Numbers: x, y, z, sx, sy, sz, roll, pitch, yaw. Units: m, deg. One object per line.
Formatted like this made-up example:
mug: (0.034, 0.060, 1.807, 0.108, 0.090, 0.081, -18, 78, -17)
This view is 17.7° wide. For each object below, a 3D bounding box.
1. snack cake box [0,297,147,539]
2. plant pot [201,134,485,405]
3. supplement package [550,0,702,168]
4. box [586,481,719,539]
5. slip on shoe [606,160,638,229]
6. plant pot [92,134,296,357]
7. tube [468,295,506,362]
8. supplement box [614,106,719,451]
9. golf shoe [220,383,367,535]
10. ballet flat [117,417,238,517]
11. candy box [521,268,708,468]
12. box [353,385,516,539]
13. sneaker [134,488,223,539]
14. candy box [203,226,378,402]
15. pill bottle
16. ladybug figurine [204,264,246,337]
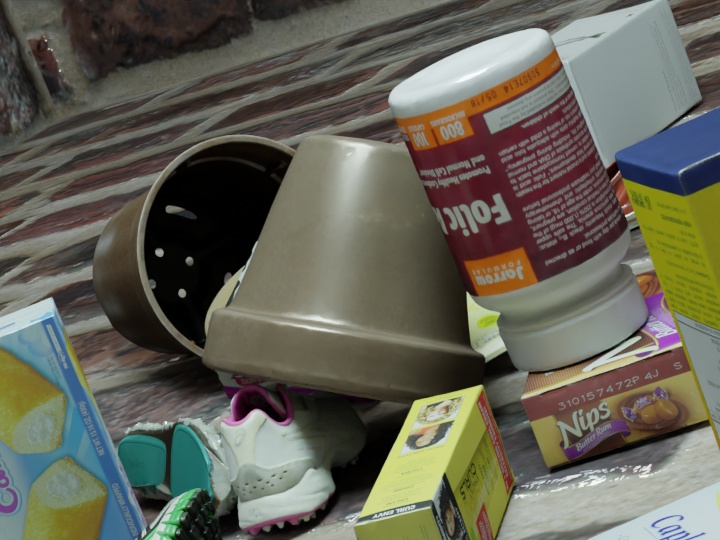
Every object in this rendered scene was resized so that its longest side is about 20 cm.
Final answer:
snack cake box: (-0.219, 0.133, 1.536, 0.115, 0.200, 0.067, -23, 13, -5)
plant pot: (0.000, 0.000, 1.627, 0.200, 0.175, 0.200, 10, -3, 0)
supplement package: (0.229, -0.177, 2.294, 0.117, 0.117, 0.200, -10, 17, 40)
box: (0.176, 0.163, 0.978, 0.200, 0.105, 0.184, -22, 13, -7)
slip on shoe: (0.156, -0.043, 1.983, 0.200, 0.061, 0.074, -22, 14, 5)
plant pot: (-0.137, -0.005, 2.055, 0.200, 0.200, 0.198, -27, 5, -25)
tube: (0.078, 0.042, 1.786, 0.052, 0.058, 0.200, 18, 11, -13)
supplement box: (0.238, 0.010, 1.297, 0.109, 0.200, 0.109, -23, 13, -9)
golf shoe: (-0.047, 0.109, 1.612, 0.075, 0.092, 0.200, -20, 11, 14)
ballet flat: (-0.116, 0.137, 1.673, 0.072, 0.072, 0.200, -26, 14, -21)
candy box: (0.177, 0.058, 1.535, 0.117, 0.057, 0.200, -19, 11, 15)
box: (0.047, 0.139, 1.372, 0.050, 0.075, 0.200, -16, 12, 15)
sneaker: (-0.143, 0.193, 1.416, 0.085, 0.078, 0.200, -5, 18, 24)
candy box: (-0.023, 0.011, 1.830, 0.136, 0.061, 0.200, -1, 45, 27)
pill bottle: (0.106, -0.044, 1.494, 0.114, 0.200, 0.114, -23, 12, 5)
ladybug figurine: (-0.036, 0.027, 1.924, 0.200, 0.072, 0.136, -27, 39, -3)
